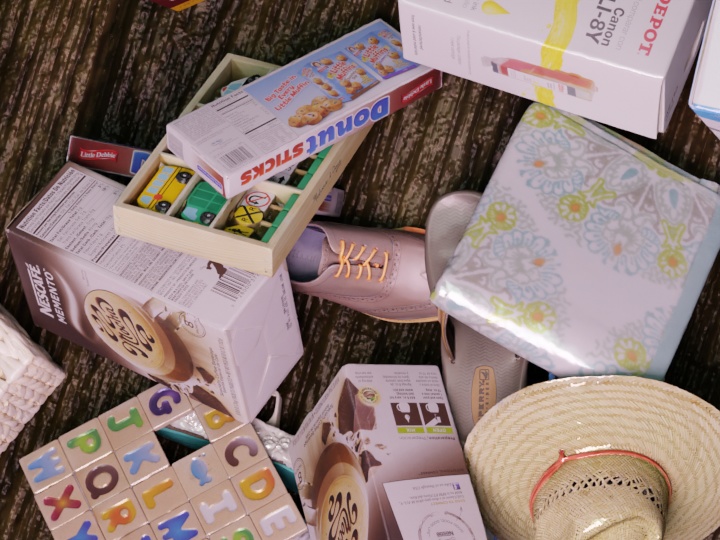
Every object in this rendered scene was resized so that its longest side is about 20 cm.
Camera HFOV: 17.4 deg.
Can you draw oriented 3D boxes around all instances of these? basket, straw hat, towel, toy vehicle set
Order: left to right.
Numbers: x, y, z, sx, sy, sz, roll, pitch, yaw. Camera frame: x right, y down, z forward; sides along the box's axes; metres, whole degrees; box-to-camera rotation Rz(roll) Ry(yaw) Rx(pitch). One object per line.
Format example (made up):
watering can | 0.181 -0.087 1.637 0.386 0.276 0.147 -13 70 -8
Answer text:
basket | -0.333 0.054 1.783 0.123 0.136 0.200 -44 80 -4
toy vehicle set | -0.080 -0.079 1.704 0.123 0.200 0.027 15 132 16
towel | 0.159 -0.013 1.650 0.170 0.048 0.201 27 57 2
straw hat | 0.163 0.166 1.598 0.199 0.085 0.202 4 130 4

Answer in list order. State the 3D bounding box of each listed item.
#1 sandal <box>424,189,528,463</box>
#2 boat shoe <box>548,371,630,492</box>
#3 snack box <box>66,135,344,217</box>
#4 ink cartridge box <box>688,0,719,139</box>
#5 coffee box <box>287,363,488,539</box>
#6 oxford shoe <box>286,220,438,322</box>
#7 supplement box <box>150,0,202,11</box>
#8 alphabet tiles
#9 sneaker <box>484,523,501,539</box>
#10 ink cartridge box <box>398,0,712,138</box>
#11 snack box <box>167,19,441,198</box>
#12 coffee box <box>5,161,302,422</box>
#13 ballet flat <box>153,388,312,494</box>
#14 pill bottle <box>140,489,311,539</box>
sandal | 0.081 0.035 1.663 0.081 0.055 0.202 -2 71 13
boat shoe | 0.179 0.106 1.694 0.068 0.084 0.201 -7 104 17
snack box | -0.116 -0.070 1.765 0.199 0.072 0.025 11 92 14
ink cartridge box | 0.309 -0.124 1.594 0.144 0.200 0.084 12 90 14
coffee box | 0.023 0.179 1.627 0.113 0.079 0.201 -57 40 47
oxford shoe | 0.000 0.000 1.734 0.198 0.073 0.072 7 92 12
supplement box | -0.140 -0.315 1.708 0.132 0.200 0.199 -22 84 12
alphabet tiles | -0.138 0.175 1.702 0.166 0.008 0.201 -28 57 -5
sneaker | 0.099 0.129 1.721 0.086 0.075 0.201 19 87 -19
ink cartridge box | 0.144 -0.199 1.670 0.199 0.084 0.146 18 66 13
snack box | -0.039 -0.119 1.695 0.199 0.024 0.072 -29 50 -28
coffee box | -0.150 0.015 1.720 0.199 0.113 0.080 23 57 25
ballet flat | -0.063 0.123 1.754 0.199 0.072 0.072 22 95 15
pill bottle | -0.061 0.235 1.727 0.199 0.113 0.114 23 95 13
